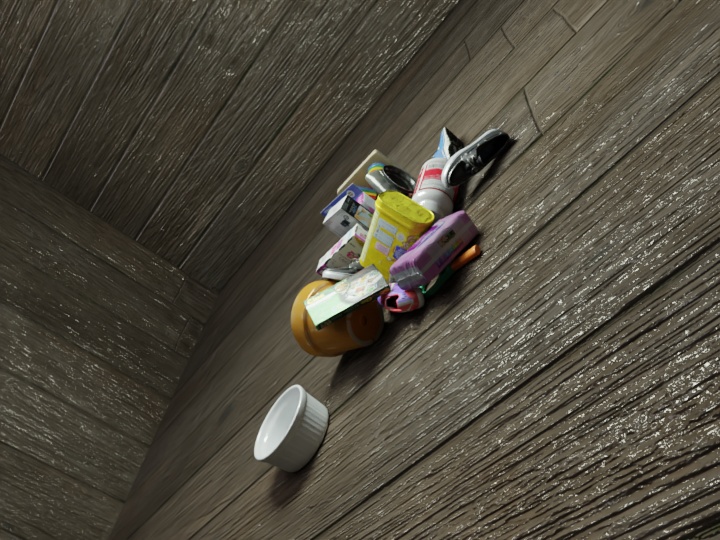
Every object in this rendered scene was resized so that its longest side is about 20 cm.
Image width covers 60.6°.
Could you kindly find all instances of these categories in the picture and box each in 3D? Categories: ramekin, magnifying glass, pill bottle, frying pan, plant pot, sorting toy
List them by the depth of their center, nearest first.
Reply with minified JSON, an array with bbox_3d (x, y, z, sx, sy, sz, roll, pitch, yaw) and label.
[{"bbox_3d":[0.198,0.000,1.403,0.200,0.022,0.080,-37,24,43],"label":"magnifying glass"},{"bbox_3d":[-0.165,0.393,1.514,0.201,0.097,0.201,-49,19,22],"label":"ramekin"},{"bbox_3d":[-0.045,0.124,1.569,0.183,0.200,0.201,-3,52,49],"label":"plant pot"},{"bbox_3d":[0.194,-0.194,1.614,0.112,0.112,0.201,-37,25,45],"label":"pill bottle"},{"bbox_3d":[0.133,-0.253,1.728,0.115,0.189,0.031,51,123,26],"label":"frying pan"},{"bbox_3d":[0.059,-0.237,1.908,0.200,0.198,0.070,-42,25,35],"label":"sorting toy"}]

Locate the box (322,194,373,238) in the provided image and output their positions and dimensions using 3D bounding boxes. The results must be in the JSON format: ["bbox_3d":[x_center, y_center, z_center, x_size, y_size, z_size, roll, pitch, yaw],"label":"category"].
[{"bbox_3d":[0.000,-0.127,1.860,0.117,0.200,0.060,-34,25,52],"label":"box"}]

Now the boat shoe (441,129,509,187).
[{"bbox_3d":[0.291,-0.278,1.538,0.200,0.070,0.066,-37,23,-6],"label":"boat shoe"}]

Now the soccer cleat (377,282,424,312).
[{"bbox_3d":[0.078,0.068,1.482,0.073,0.069,0.200,-15,6,-24],"label":"soccer cleat"}]

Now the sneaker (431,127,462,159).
[{"bbox_3d":[0.247,-0.350,1.820,0.089,0.078,0.201,-40,23,33],"label":"sneaker"}]

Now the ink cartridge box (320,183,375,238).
[{"bbox_3d":[-0.005,-0.154,1.921,0.196,0.200,0.043,-36,25,47],"label":"ink cartridge box"}]

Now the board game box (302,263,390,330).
[{"bbox_3d":[-0.034,0.062,1.480,0.199,0.024,0.105,-28,40,-5],"label":"board game box"}]

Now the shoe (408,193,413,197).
[{"bbox_3d":[0.144,-0.191,1.776,0.072,0.091,0.200,-61,18,-20],"label":"shoe"}]

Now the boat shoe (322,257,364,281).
[{"bbox_3d":[0.000,0.000,1.627,0.070,0.199,0.067,144,129,-81],"label":"boat shoe"}]

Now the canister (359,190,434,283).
[{"bbox_3d":[0.085,-0.077,1.540,0.086,0.148,0.201,-32,-32,-48],"label":"canister"}]

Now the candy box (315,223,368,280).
[{"bbox_3d":[-0.021,-0.030,1.845,0.200,0.136,0.061,-43,22,36],"label":"candy box"}]

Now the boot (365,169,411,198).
[{"bbox_3d":[0.077,-0.201,1.686,0.073,0.181,0.200,-48,63,29],"label":"boot"}]

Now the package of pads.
[{"bbox_3d":[0.165,-0.044,1.398,0.200,0.076,0.120,-44,11,-27],"label":"package of pads"}]
